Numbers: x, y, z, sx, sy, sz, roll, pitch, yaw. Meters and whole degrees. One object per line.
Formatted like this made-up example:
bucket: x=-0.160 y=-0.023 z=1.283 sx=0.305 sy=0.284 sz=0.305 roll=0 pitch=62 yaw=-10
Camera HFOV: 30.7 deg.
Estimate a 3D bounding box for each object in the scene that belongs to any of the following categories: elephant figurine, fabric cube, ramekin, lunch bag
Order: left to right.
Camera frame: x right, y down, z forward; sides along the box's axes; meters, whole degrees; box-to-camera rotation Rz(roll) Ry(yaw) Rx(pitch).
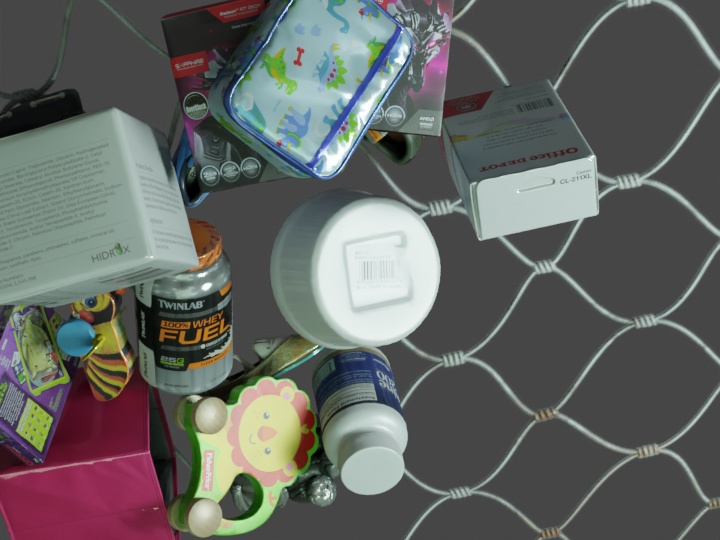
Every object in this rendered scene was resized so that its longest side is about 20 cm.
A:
fabric cube: x=-0.351 y=0.257 z=1.701 sx=0.199 sy=0.196 sz=0.200 roll=-11 pitch=126 yaw=-3
elephant figurine: x=-0.135 y=0.258 z=1.784 sx=0.199 sy=0.142 sz=0.156 roll=1 pitch=110 yaw=-18
lunch bag: x=-0.047 y=-0.204 z=1.368 sx=0.161 sy=0.082 sz=0.200 roll=38 pitch=79 yaw=-24
ramekin: x=0.000 y=0.000 z=1.591 sx=0.200 sy=0.098 sz=0.201 roll=-2 pitch=93 yaw=-27

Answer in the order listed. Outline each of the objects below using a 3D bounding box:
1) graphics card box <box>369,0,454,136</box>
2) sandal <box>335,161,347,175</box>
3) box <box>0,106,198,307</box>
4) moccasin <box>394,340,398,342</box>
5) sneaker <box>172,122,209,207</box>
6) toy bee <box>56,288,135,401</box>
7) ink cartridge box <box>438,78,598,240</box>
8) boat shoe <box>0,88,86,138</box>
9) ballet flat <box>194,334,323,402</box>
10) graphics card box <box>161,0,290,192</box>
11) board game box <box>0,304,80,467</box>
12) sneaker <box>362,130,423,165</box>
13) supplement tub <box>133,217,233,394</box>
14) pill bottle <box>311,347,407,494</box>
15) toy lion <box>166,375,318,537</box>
graphics card box: x=0.035 y=-0.254 z=1.463 sx=0.125 sy=0.051 sz=0.201 roll=5 pitch=97 yaw=-15
sandal: x=-0.084 y=-0.190 z=1.507 sx=0.057 sy=0.080 sz=0.201 roll=-46 pitch=117 yaw=-30
box: x=-0.310 y=-0.063 z=1.445 sx=0.199 sy=0.199 sz=0.172 roll=-15 pitch=87 yaw=6
moccasin: x=-0.028 y=0.031 z=1.687 sx=0.200 sy=0.068 sz=0.080 roll=32 pitch=121 yaw=-26
sneaker: x=-0.171 y=-0.164 z=1.520 sx=0.066 sy=0.079 sz=0.200 roll=13 pitch=119 yaw=-16
toy bee: x=-0.322 y=0.061 z=1.609 sx=0.108 sy=0.131 sz=0.200 roll=-22 pitch=128 yaw=14
ink cartridge box: x=0.179 y=-0.132 z=1.530 sx=0.145 sy=0.200 sz=0.083 roll=-12 pitch=125 yaw=-2
boat shoe: x=-0.407 y=-0.154 z=1.495 sx=0.199 sy=0.076 sz=0.060 roll=-15 pitch=83 yaw=0
ballet flat: x=-0.139 y=0.128 z=1.737 sx=0.200 sy=0.071 sz=0.071 roll=-36 pitch=123 yaw=12
graphics card box: x=-0.134 y=-0.194 z=1.440 sx=0.125 sy=0.051 sz=0.201 roll=-9 pitch=101 yaw=16
board game box: x=-0.407 y=0.126 z=1.601 sx=0.032 sy=0.200 sz=0.120 roll=-18 pitch=128 yaw=25
sneaker: x=0.004 y=-0.199 z=1.517 sx=0.200 sy=0.079 sz=0.074 roll=38 pitch=135 yaw=-27
supplement tub: x=-0.219 y=0.043 z=1.625 sx=0.122 sy=0.123 sz=0.200 roll=-3 pitch=124 yaw=-8
pill bottle: x=0.001 y=0.195 z=1.720 sx=0.111 sy=0.200 sz=0.111 roll=-5 pitch=125 yaw=-7
toy lion: x=-0.142 y=0.233 z=1.664 sx=0.191 sy=0.069 sz=0.201 roll=7 pitch=84 yaw=-34
